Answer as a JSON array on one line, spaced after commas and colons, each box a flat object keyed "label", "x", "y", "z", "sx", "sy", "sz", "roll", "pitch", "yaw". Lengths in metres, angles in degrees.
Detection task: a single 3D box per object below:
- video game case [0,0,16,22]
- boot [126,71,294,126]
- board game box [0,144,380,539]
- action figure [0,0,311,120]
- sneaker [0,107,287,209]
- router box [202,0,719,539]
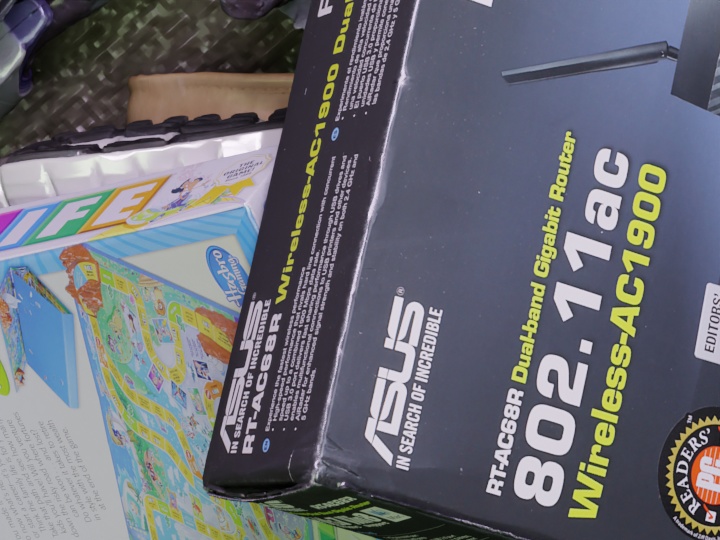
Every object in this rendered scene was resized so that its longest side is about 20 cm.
[{"label": "video game case", "x": -0.127, "y": -0.128, "z": 0.810, "sx": 0.143, "sy": 0.019, "sz": 0.200, "roll": 45, "pitch": 107, "yaw": 31}, {"label": "boot", "x": 0.016, "y": 0.044, "z": 0.848, "sx": 0.175, "sy": 0.066, "sz": 0.201, "roll": 1, "pitch": 91, "yaw": 8}, {"label": "board game box", "x": -0.038, "y": 0.072, "z": 0.775, "sx": 0.134, "sy": 0.034, "sz": 0.200, "roll": -11, "pitch": 114, "yaw": 30}, {"label": "action figure", "x": -0.063, "y": -0.106, "z": 0.830, "sx": 0.200, "sy": 0.069, "sz": 0.130, "roll": -36, "pitch": 79, "yaw": 11}, {"label": "sneaker", "x": 0.000, "y": 0.000, "z": 0.797, "sx": 0.199, "sy": 0.079, "sz": 0.089, "roll": -6, "pitch": 100, "yaw": 11}, {"label": "router box", "x": 0.059, "y": -0.025, "z": 0.706, "sx": 0.149, "sy": 0.062, "sz": 0.201, "roll": 17, "pitch": 78, "yaw": -25}]
